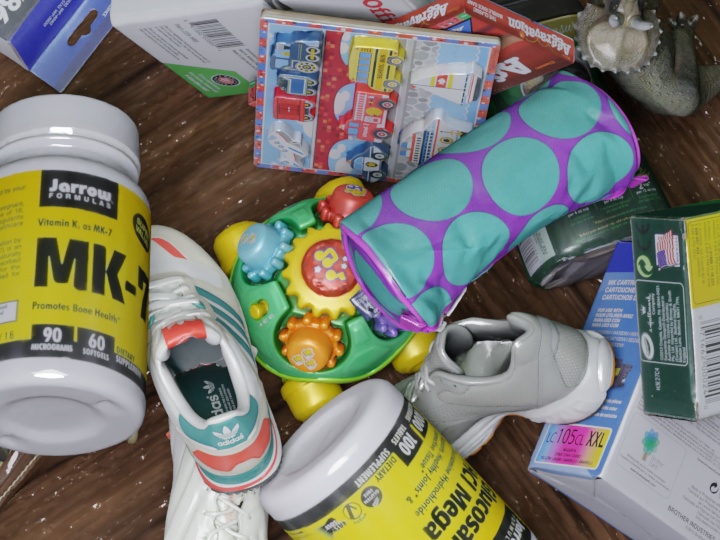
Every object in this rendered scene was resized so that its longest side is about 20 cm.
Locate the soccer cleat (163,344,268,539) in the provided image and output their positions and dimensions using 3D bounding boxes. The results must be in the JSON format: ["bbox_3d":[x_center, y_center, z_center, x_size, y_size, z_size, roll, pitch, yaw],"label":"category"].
[{"bbox_3d":[-0.087,0.141,1.652,0.069,0.078,0.201,10,60,-32],"label":"soccer cleat"}]

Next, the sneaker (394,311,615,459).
[{"bbox_3d":[0.061,0.067,1.649,0.092,0.200,0.076,31,50,-36],"label":"sneaker"}]

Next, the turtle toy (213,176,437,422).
[{"bbox_3d":[0.000,0.000,1.704,0.200,0.101,0.146,-25,77,-9],"label":"turtle toy"}]

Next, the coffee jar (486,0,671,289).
[{"bbox_3d":[0.128,-0.095,1.744,0.104,0.085,0.200,-16,76,-18],"label":"coffee jar"}]

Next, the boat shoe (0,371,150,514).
[{"bbox_3d":[-0.176,0.089,1.688,0.075,0.075,0.202,37,76,2],"label":"boat shoe"}]

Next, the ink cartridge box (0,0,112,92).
[{"bbox_3d":[-0.259,-0.219,1.788,0.200,0.039,0.100,33,75,6],"label":"ink cartridge box"}]

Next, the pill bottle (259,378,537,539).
[{"bbox_3d":[0.040,0.173,1.631,0.200,0.112,0.112,46,76,-13],"label":"pill bottle"}]

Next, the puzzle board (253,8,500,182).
[{"bbox_3d":[0.007,-0.105,1.683,0.150,0.200,0.017,7,65,0],"label":"puzzle board"}]

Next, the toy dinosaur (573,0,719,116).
[{"bbox_3d":[0.192,-0.146,1.731,0.077,0.200,0.103,-14,54,25],"label":"toy dinosaur"}]

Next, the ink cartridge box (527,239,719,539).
[{"bbox_3d":[0.207,0.070,1.675,0.136,0.076,0.200,35,72,-35],"label":"ink cartridge box"}]

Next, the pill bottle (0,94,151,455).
[{"bbox_3d":[-0.185,0.001,1.585,0.114,0.114,0.201,0,62,-3],"label":"pill bottle"}]

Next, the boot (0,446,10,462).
[{"bbox_3d":[-0.247,0.018,1.673,0.182,0.073,0.200,12,66,45],"label":"boot"}]

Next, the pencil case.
[{"bbox_3d":[0.082,-0.041,1.628,0.200,0.085,0.093,-35,94,-19],"label":"pencil case"}]

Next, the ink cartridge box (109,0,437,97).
[{"bbox_3d":[-0.041,-0.183,1.695,0.199,0.146,0.084,-5,71,23],"label":"ink cartridge box"}]

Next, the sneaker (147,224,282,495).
[{"bbox_3d":[-0.104,0.038,1.618,0.070,0.093,0.200,-21,60,-5],"label":"sneaker"}]

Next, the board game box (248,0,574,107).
[{"bbox_3d":[0.031,-0.128,1.682,0.103,0.200,0.020,18,64,-40],"label":"board game box"}]

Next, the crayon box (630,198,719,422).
[{"bbox_3d":[0.258,0.015,1.634,0.200,0.051,0.127,-10,99,-38],"label":"crayon box"}]
